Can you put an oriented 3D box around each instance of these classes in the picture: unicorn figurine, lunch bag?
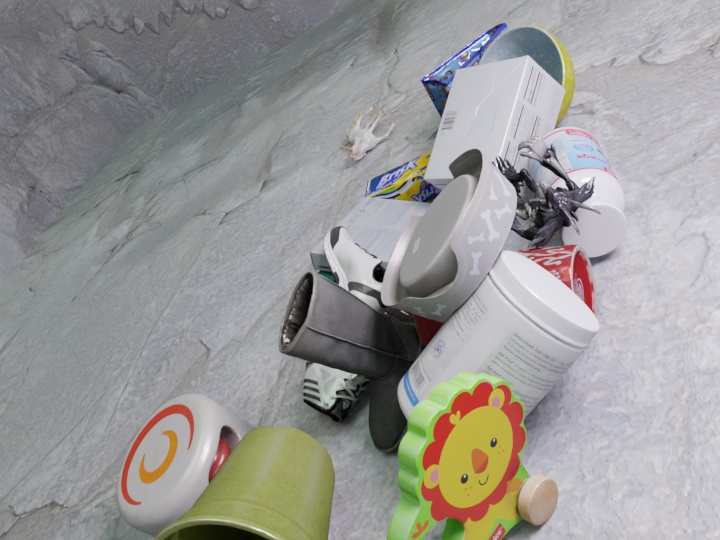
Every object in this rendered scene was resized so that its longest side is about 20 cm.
[{"bbox_3d":[0.010,-0.315,1.593,0.137,0.074,0.200,-47,15,1],"label":"unicorn figurine"},{"bbox_3d":[0.242,-0.363,1.320,0.200,0.151,0.094,-42,30,-9],"label":"lunch bag"}]

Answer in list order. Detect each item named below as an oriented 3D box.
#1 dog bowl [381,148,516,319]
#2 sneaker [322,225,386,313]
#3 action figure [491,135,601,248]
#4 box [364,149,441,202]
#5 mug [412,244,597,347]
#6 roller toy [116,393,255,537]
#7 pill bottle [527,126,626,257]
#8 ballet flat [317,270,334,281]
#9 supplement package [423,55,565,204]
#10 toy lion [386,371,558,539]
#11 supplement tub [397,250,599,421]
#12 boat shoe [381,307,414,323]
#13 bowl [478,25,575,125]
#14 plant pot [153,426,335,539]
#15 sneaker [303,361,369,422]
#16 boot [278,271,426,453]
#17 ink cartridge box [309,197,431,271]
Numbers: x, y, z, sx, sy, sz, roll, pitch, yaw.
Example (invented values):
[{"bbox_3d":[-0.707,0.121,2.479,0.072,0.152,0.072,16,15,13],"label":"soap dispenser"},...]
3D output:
[{"bbox_3d":[0.099,-0.035,0.766,0.201,0.058,0.200,-56,12,18],"label":"dog bowl"},{"bbox_3d":[0.000,0.000,1.004,0.080,0.074,0.201,-32,43,11],"label":"sneaker"},{"bbox_3d":[0.207,-0.095,0.854,0.119,0.102,0.200,-51,20,-3],"label":"action figure"},{"bbox_3d":[0.108,-0.165,1.271,0.199,0.064,0.070,-22,33,24],"label":"box"},{"bbox_3d":[0.185,0.057,0.853,0.199,0.179,0.133,-10,2,32],"label":"mug"},{"bbox_3d":[-0.219,0.275,0.921,0.183,0.140,0.200,-48,35,-1],"label":"roller toy"},{"bbox_3d":[0.299,-0.109,0.944,0.108,0.109,0.201,-25,32,19],"label":"pill bottle"},{"bbox_3d":[-0.031,0.007,1.170,0.068,0.063,0.200,19,42,33],"label":"ballet flat"},{"bbox_3d":[0.216,-0.220,1.112,0.155,0.110,0.202,8,77,51],"label":"supplement package"},{"bbox_3d":[0.093,0.204,0.636,0.200,0.192,0.068,-49,32,-20],"label":"toy lion"},{"bbox_3d":[0.143,0.095,0.735,0.201,0.131,0.132,-54,24,21],"label":"supplement tub"},{"bbox_3d":[0.090,0.033,1.017,0.199,0.076,0.072,-31,-1,8],"label":"boat shoe"},{"bbox_3d":[0.307,-0.321,1.214,0.107,0.202,0.199,-4,6,-40],"label":"bowl"},{"bbox_3d":[-0.110,0.283,0.769,0.199,0.201,0.185,-23,21,22],"label":"plant pot"},{"bbox_3d":[0.005,0.152,0.950,0.199,0.076,0.116,-18,49,29],"label":"sneaker"},{"bbox_3d":[-0.011,0.116,0.821,0.072,0.199,0.184,-4,70,42],"label":"boot"},{"bbox_3d":[0.048,-0.056,1.145,0.198,0.044,0.196,9,37,29],"label":"ink cartridge box"}]
